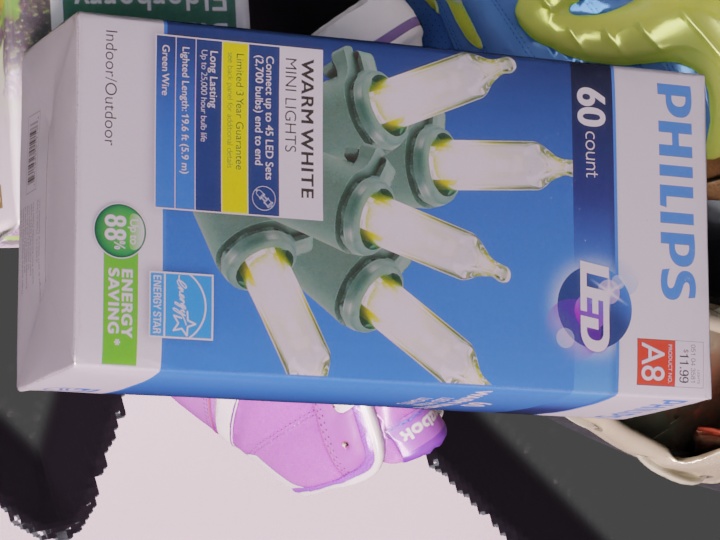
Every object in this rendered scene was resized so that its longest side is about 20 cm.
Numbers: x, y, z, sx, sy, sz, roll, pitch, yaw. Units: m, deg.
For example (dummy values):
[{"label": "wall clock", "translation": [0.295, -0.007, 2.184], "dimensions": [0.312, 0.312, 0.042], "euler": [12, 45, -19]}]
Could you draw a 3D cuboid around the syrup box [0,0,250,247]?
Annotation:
[{"label": "syrup box", "translation": [-0.084, -0.108, 0.932], "dimensions": [0.079, 0.081, 0.200], "euler": [-2, 86, -21]}]

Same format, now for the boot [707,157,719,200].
[{"label": "boot", "translation": [0.132, -0.050, 1.022], "dimensions": [0.200, 0.075, 0.074], "euler": [6, 107, 2]}]

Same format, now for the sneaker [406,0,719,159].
[{"label": "sneaker", "translation": [0.037, -0.084, 0.989], "dimensions": [0.200, 0.076, 0.105], "euler": [32, 91, 17]}]

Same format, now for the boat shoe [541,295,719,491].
[{"label": "boat shoe", "translation": [0.117, 0.039, 1.014], "dimensions": [0.200, 0.063, 0.071], "euler": [23, 99, -35]}]

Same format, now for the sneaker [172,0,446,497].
[{"label": "sneaker", "translation": [0.000, 0.000, 0.997], "dimensions": [0.114, 0.073, 0.201], "euler": [44, 141, 13]}]

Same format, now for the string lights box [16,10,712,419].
[{"label": "string lights box", "translation": [0.002, -0.013, 0.883], "dimensions": [0.200, 0.059, 0.103], "euler": [3, 80, -22]}]
